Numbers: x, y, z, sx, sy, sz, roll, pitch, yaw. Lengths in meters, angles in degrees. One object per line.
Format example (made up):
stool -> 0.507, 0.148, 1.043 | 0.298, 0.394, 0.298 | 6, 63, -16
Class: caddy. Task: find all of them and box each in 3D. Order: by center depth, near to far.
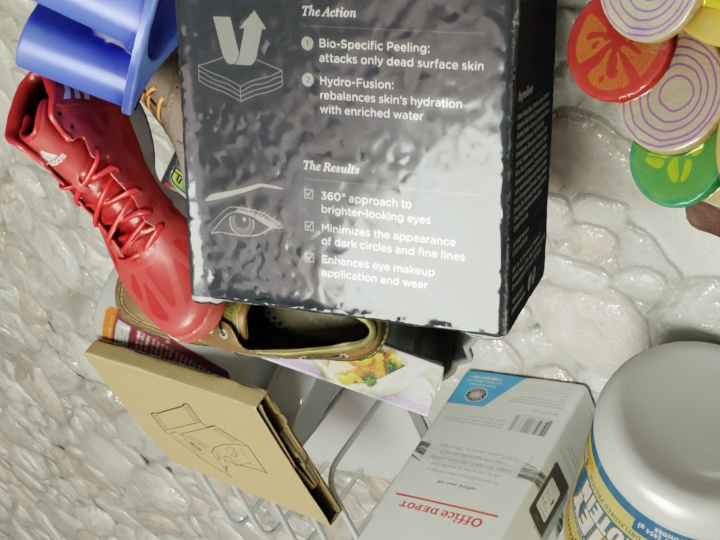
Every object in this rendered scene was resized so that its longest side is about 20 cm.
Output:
caddy -> -0.135, -0.192, 0.697 | 0.104, 0.202, 0.142 | 16, 149, -9

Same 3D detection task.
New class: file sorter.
file sorter -> -0.046, 0.176, 1.070 | 0.198, 0.125, 0.140 | 4, 131, 40

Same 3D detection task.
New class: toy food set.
toy food set -> 0.184, -0.121, 0.535 | 0.197, 0.048, 0.203 | 28, 116, 45

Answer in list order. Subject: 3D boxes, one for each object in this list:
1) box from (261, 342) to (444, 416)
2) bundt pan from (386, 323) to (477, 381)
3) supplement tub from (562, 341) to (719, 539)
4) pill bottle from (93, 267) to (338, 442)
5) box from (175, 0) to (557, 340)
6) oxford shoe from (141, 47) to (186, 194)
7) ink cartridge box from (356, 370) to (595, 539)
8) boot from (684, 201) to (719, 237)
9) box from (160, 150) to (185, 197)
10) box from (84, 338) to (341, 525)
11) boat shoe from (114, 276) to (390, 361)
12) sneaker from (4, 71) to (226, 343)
box -> -0.036, 0.054, 0.834 | 0.198, 0.039, 0.041 | 19, 179, 3
bundt pan -> 0.000, 0.000, 0.855 | 0.199, 0.076, 0.203 | 14, 143, 10
supplement tub -> 0.218, 0.162, 0.793 | 0.143, 0.145, 0.201 | 25, 141, 20
pill bottle -> -0.117, 0.059, 0.983 | 0.198, 0.114, 0.115 | 28, 143, 14
box -> 0.007, -0.083, 0.664 | 0.194, 0.117, 0.203 | 7, 109, 20
oxford shoe -> -0.127, -0.116, 0.777 | 0.072, 0.202, 0.072 | 3, 137, -22
ink cartridge box -> 0.092, 0.173, 0.873 | 0.115, 0.200, 0.067 | 4, 132, 40
boot -> 0.254, -0.005, 0.607 | 0.165, 0.072, 0.202 | 25, 145, 42
box -> -0.091, -0.084, 0.912 | 0.110, 0.035, 0.200 | 40, 145, 0
box -> -0.122, 0.134, 0.955 | 0.198, 0.021, 0.164 | 12, 143, 36
boat shoe -> -0.078, 0.021, 0.779 | 0.197, 0.068, 0.073 | 4, 93, 7
sneaker -> -0.167, -0.043, 0.731 | 0.078, 0.115, 0.201 | -40, 68, 18
